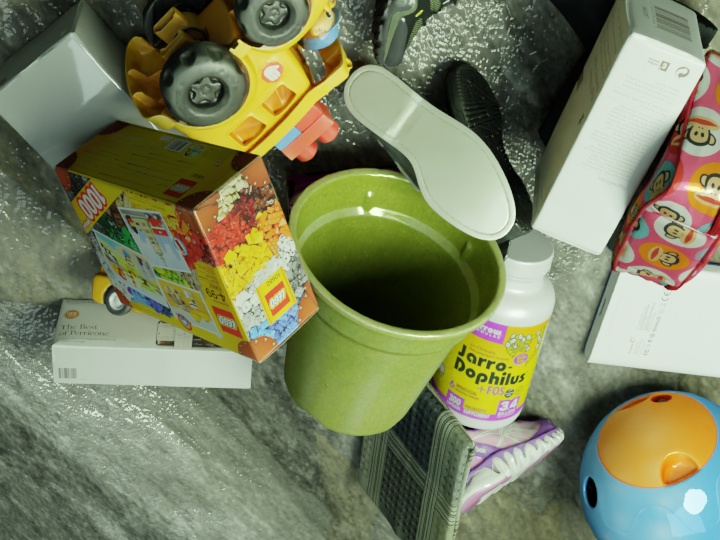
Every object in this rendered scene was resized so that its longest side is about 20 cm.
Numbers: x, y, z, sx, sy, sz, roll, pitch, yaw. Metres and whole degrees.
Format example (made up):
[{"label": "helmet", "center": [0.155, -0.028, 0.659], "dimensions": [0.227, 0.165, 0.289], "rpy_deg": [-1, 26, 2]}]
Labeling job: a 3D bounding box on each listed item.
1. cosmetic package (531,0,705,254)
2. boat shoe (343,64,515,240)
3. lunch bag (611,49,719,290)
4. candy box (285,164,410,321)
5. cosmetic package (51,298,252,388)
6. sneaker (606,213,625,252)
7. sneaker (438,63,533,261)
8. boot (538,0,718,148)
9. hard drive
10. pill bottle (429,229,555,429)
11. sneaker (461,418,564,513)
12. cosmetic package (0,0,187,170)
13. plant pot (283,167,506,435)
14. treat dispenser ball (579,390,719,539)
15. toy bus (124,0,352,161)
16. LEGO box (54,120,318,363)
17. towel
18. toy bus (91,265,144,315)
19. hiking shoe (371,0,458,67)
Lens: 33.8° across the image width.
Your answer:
[{"label": "cosmetic package", "center": [0.214, -0.126, 1.008], "dimensions": [0.073, 0.102, 0.202], "rpy_deg": [20, 126, -4]}, {"label": "boat shoe", "center": [0.067, -0.106, 1.065], "dimensions": [0.200, 0.062, 0.073], "rpy_deg": [45, 97, 12]}, {"label": "lunch bag", "center": [0.287, -0.093, 1.028], "dimensions": [0.081, 0.178, 0.201], "rpy_deg": [19, 159, 5]}, {"label": "candy box", "center": [0.000, 0.000, 1.186], "dimensions": [0.134, 0.061, 0.203], "rpy_deg": [-6, 124, -2]}, {"label": "cosmetic package", "center": [-0.209, 0.073, 1.204], "dimensions": [0.196, 0.083, 0.051], "rpy_deg": [2, 121, -7]}, {"label": "sneaker", "center": [0.319, -0.081, 1.156], "dimensions": [0.199, 0.073, 0.082], "rpy_deg": [-40, 109, 16]}, {"label": "sneaker", "center": [0.097, -0.081, 1.114], "dimensions": [0.103, 0.060, 0.203], "rpy_deg": [-24, 86, 43]}, {"label": "boot", "center": [0.206, -0.184, 1.073], "dimensions": [0.197, 0.077, 0.170], "rpy_deg": [18, 116, -24]}, {"label": "hard drive", "center": [0.353, 0.052, 1.274], "dimensions": [0.196, 0.026, 0.134], "rpy_deg": [7, 122, -9]}, {"label": "pill bottle", "center": [0.138, 0.056, 1.210], "dimensions": [0.102, 0.105, 0.203], "rpy_deg": [5, 123, -9]}, {"label": "sneaker", "center": [0.147, 0.185, 1.280], "dimensions": [0.199, 0.089, 0.081], "rpy_deg": [-14, 151, -53]}, {"label": "cosmetic package", "center": [-0.226, -0.128, 1.068], "dimensions": [0.106, 0.091, 0.201], "rpy_deg": [-30, 118, 15]}, {"label": "plant pot", "center": [0.011, 0.044, 1.081], "dimensions": [0.197, 0.202, 0.186], "rpy_deg": [9, 134, -11]}, {"label": "treat dispenser ball", "center": [0.338, 0.233, 1.287], "dimensions": [0.197, 0.202, 0.204], "rpy_deg": [-2, 124, -4]}, {"label": "toy bus", "center": [-0.076, -0.185, 1.025], "dimensions": [0.200, 0.137, 0.191], "rpy_deg": [-42, 131, 18]}, {"label": "LEGO box", "center": [-0.144, -0.028, 0.975], "dimensions": [0.077, 0.198, 0.151], "rpy_deg": [-41, 128, -29]}, {"label": "towel", "center": [0.059, 0.202, 1.252], "dimensions": [0.034, 0.193, 0.203], "rpy_deg": [-9, 125, -27]}, {"label": "toy bus", "center": [-0.158, 0.015, 1.145], "dimensions": [0.197, 0.065, 0.080], "rpy_deg": [12, 98, 17]}, {"label": "hiking shoe", "center": [0.080, -0.254, 1.016], "dimensions": [0.099, 0.076, 0.202], "rpy_deg": [21, 118, -14]}]
